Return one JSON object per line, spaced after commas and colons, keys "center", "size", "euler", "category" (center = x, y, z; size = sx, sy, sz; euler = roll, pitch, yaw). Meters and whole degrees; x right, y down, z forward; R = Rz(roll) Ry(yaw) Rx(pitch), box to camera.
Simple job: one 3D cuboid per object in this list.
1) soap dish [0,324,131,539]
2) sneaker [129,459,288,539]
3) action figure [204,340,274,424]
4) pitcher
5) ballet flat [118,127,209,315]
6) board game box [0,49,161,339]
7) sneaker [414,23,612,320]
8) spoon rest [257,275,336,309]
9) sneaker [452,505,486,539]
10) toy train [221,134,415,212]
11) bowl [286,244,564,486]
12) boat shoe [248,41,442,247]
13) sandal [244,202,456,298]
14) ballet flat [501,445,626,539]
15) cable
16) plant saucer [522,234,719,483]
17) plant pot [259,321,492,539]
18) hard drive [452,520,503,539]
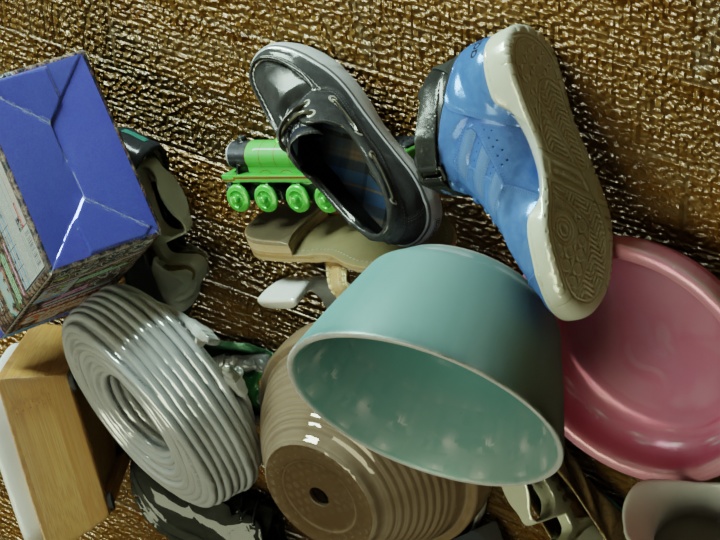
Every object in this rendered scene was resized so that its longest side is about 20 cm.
{"center": [-0.259, 0.137, 1.802], "size": [0.081, 0.200, 0.158], "euler": [-15, 102, 3], "category": "soap dish"}
{"center": [-0.117, 0.218, 1.851], "size": [0.200, 0.076, 0.091], "euler": [43, 127, -2], "category": "sneaker"}
{"center": [-0.122, 0.097, 1.768], "size": [0.199, 0.055, 0.119], "euler": [2, 119, 33], "category": "action figure"}
{"center": [0.263, 0.232, 1.515], "size": [0.171, 0.122, 0.200], "euler": [-4, 139, -4], "category": "pitcher"}
{"center": [-0.162, -0.022, 1.696], "size": [0.073, 0.073, 0.201], "euler": [6, 121, 36], "category": "ballet flat"}
{"center": [-0.253, -0.056, 1.651], "size": [0.160, 0.097, 0.200], "euler": [66, 155, 6], "category": "board game box"}
{"center": [0.097, -0.056, 1.421], "size": [0.111, 0.077, 0.201], "euler": [-20, 85, 45], "category": "sneaker"}
{"center": [-0.009, 0.076, 1.664], "size": [0.099, 0.061, 0.200], "euler": [2, 135, 40], "category": "spoon rest"}
{"center": [0.024, 0.232, 1.704], "size": [0.073, 0.112, 0.200], "euler": [44, 138, 2], "category": "sneaker"}
{"center": [-0.027, -0.074, 1.568], "size": [0.199, 0.042, 0.057], "euler": [2, 113, 38], "category": "toy train"}
{"center": [0.060, 0.056, 1.445], "size": [0.200, 0.105, 0.201], "euler": [18, 152, 10], "category": "bowl"}
{"center": [-0.025, -0.090, 1.496], "size": [0.200, 0.066, 0.070], "euler": [52, 122, 21], "category": "boat shoe"}
{"center": [0.004, -0.003, 1.575], "size": [0.211, 0.078, 0.070], "euler": [9, 132, 45], "category": "sandal"}
{"center": [0.151, 0.180, 1.590], "size": [0.068, 0.072, 0.200], "euler": [-22, 106, 44], "category": "ballet flat"}
{"center": [-0.157, 0.103, 1.661], "size": [0.200, 0.069, 0.200], "euler": [30, 150, 42], "category": "cable"}
{"center": [0.201, 0.056, 1.472], "size": [0.200, 0.051, 0.201], "euler": [21, 133, 25], "category": "plant saucer"}
{"center": [-0.007, 0.144, 1.583], "size": [0.200, 0.093, 0.201], "euler": [21, 132, 25], "category": "plant pot"}
{"center": [0.025, 0.281, 1.673], "size": [0.042, 0.199, 0.135], "euler": [52, 143, 22], "category": "hard drive"}
